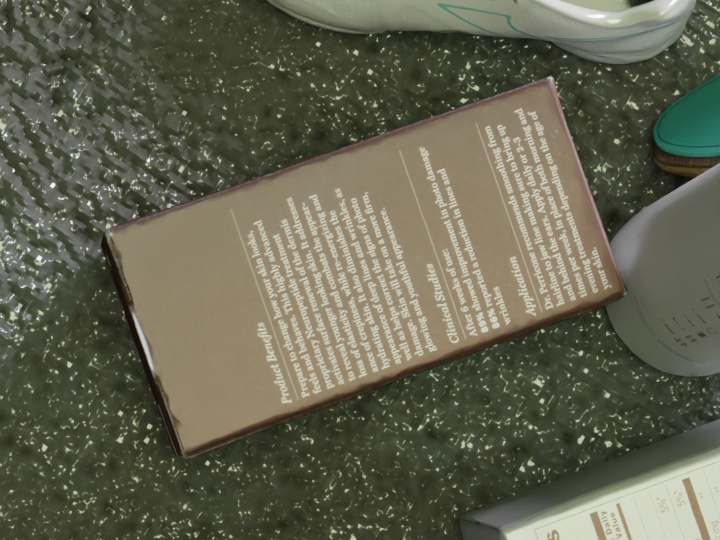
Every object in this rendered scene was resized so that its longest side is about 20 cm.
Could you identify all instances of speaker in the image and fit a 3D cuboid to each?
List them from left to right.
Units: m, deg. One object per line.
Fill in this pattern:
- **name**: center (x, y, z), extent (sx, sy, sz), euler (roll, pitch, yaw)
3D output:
- **speaker**: center (0.158, -0.005, 1.192), extent (0.081, 0.200, 0.082), euler (1, 82, -9)

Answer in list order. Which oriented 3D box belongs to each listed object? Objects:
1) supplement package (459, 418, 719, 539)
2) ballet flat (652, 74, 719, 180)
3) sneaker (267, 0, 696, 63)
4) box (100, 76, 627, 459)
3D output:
- **supplement package**: center (0.156, 0.124, 1.224), extent (0.199, 0.117, 0.118), euler (-19, 91, -6)
- **ballet flat**: center (0.225, -0.073, 1.264), extent (0.199, 0.068, 0.072), euler (-28, 128, 13)
- **sneaker**: center (0.048, -0.133, 1.250), extent (0.199, 0.080, 0.071), euler (6, 87, -4)
- **box**: center (0.000, 0.000, 1.239), extent (0.199, 0.075, 0.101), euler (-19, 89, -9)
